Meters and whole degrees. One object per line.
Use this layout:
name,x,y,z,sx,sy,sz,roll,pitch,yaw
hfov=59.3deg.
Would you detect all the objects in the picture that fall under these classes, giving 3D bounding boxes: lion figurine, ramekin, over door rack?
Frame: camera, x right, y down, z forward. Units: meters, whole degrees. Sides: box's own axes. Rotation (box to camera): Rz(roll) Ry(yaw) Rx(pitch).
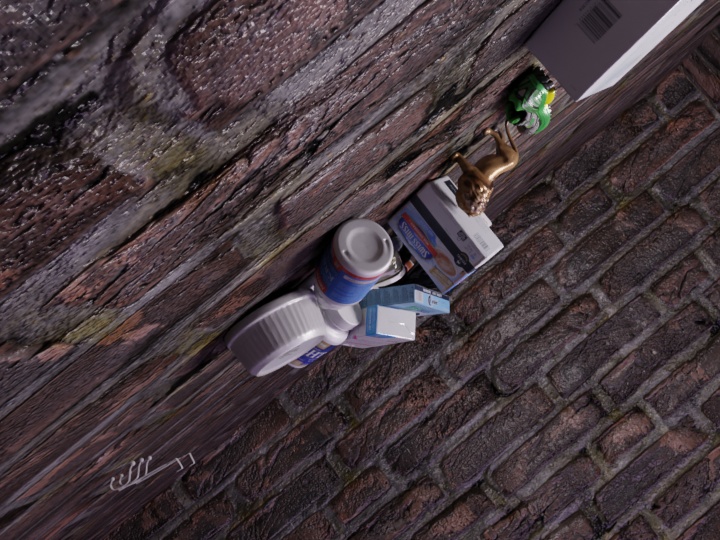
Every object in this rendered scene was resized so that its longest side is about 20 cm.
lion figurine,0.260,-0.209,1.272,0.199,0.123,0.072,-40,172,-1
ramekin,-0.157,0.127,1.240,0.201,0.095,0.203,-31,169,-7
over door rack,-0.579,0.547,1.764,0.197,0.067,0.148,-18,170,-3

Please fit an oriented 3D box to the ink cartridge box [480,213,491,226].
ink cartridge box,0.245,-0.113,1.715,0.200,0.129,0.125,-40,172,4

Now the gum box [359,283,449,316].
gum box,0.084,0.078,1.488,0.198,0.045,0.169,-8,164,34

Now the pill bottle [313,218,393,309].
pill bottle,-0.023,-0.001,1.164,0.112,0.113,0.200,-34,169,-31

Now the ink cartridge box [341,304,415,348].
ink cartridge box,0.023,0.135,1.481,0.114,0.069,0.199,13,161,-33

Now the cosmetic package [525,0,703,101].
cosmetic package,0.385,-0.375,0.935,0.199,0.123,0.199,-32,170,-48

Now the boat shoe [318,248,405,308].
boat shoe,-0.004,0.016,1.340,0.200,0.072,0.061,-25,126,-3

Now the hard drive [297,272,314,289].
hard drive,-0.036,-0.017,1.328,0.199,0.026,0.132,-40,172,5

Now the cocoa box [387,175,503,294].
cocoa box,0.181,-0.078,1.349,0.131,0.201,0.133,-42,172,30

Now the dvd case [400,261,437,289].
dvd case,0.171,0.007,1.521,0.199,0.016,0.149,-14,-157,48

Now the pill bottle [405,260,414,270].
pill bottle,0.068,0.036,1.790,0.199,0.113,0.112,-29,167,-49

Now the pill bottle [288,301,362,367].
pill bottle,-0.096,0.128,1.438,0.199,0.120,0.119,-35,175,31

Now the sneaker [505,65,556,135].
sneaker,0.303,-0.303,1.178,0.085,0.079,0.200,-33,164,5

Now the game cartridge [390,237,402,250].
game cartridge,0.000,0.000,1.464,0.199,0.041,0.133,-38,175,35

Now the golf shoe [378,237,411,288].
golf shoe,0.073,0.006,1.585,0.095,0.077,0.200,-54,-179,36
